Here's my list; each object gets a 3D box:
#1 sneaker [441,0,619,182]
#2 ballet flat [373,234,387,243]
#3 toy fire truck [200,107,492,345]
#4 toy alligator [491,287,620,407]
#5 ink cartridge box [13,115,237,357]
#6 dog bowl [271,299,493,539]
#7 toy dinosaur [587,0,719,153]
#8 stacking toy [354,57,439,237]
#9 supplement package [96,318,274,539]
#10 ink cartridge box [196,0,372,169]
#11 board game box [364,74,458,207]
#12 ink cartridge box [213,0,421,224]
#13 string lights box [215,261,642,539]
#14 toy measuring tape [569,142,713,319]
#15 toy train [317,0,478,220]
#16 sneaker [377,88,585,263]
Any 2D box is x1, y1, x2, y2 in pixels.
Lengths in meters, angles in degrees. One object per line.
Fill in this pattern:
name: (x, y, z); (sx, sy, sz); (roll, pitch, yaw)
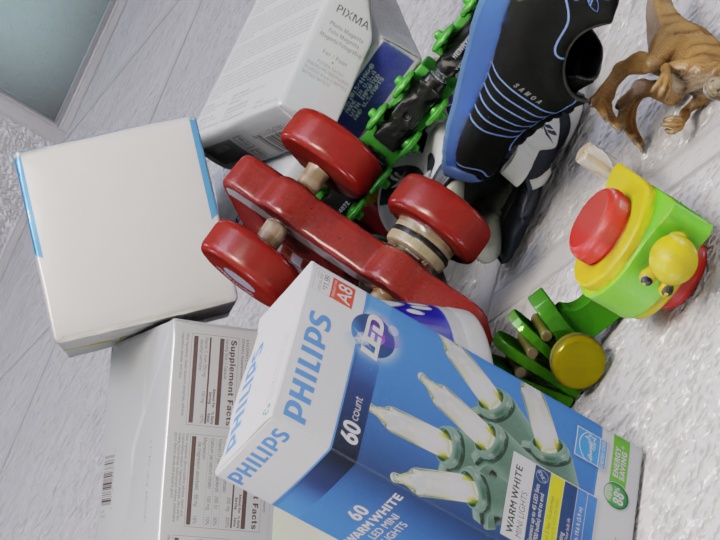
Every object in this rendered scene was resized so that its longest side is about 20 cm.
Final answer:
sneaker: (0.097, -0.108, 1.256); (0.200, 0.077, 0.071); (100, -171, -60)
ballet flat: (-0.020, 0.044, 1.576); (0.200, 0.069, 0.070); (-46, 20, 53)
toy fire truck: (0.000, 0.000, 1.360); (0.113, 0.199, 0.168); (-54, -17, -10)
toy alligator: (0.080, 0.077, 1.195); (0.201, 0.054, 0.059); (-57, 15, 12)
ink cartridge box: (-0.161, -0.019, 1.484); (0.200, 0.124, 0.130); (140, 117, -83)
dog bowl: (0.010, 0.117, 1.186); (0.200, 0.078, 0.202); (-172, 90, -77)
toy dinosaur: (0.183, -0.128, 1.258); (0.106, 0.060, 0.200); (-43, 30, 15)
stacking toy: (0.013, -0.093, 1.660); (0.201, 0.110, 0.116); (-54, 11, -20)
supplement package: (-0.103, 0.146, 1.428); (0.156, 0.110, 0.202); (160, 116, -67)
ink cartridge box: (-0.034, -0.174, 1.489); (0.162, 0.057, 0.201); (-12, 47, 63)
board game box: (0.064, -0.111, 1.527); (0.199, 0.030, 0.096); (-25, 36, 39)
ink cartridge box: (-0.039, -0.118, 1.546); (0.197, 0.043, 0.200); (-55, 23, 18)
string lights box: (0.036, 0.093, 1.035); (0.059, 0.199, 0.103); (-45, 22, 42)
toy measuring tape: (0.138, -0.019, 1.160); (0.074, 0.073, 0.200); (-58, 16, 7)
toy train: (0.036, -0.111, 1.418); (0.200, 0.042, 0.056); (-50, 4, 21)
sneaker: (0.063, -0.047, 1.420); (0.199, 0.079, 0.130); (-31, 23, 43)
